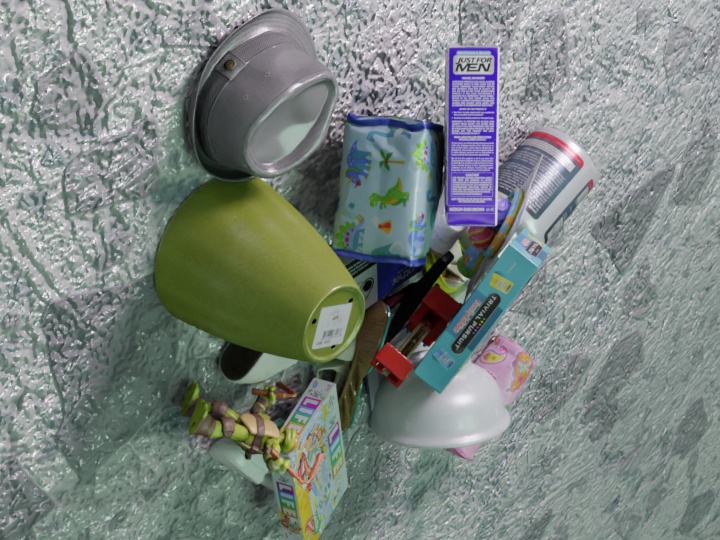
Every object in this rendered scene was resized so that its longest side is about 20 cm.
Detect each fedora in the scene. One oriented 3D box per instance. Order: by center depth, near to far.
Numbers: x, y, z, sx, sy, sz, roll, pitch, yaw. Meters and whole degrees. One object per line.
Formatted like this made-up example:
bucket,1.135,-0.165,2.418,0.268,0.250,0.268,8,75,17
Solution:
fedora,-0.090,-0.176,1.381,0.200,0.090,0.178,-44,140,-21

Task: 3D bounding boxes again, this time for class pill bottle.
pill bottle,0.230,-0.094,1.805,0.200,0.119,0.120,-48,143,-16

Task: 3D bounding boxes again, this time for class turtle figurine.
turtle figurine,-0.136,0.186,1.547,0.160,0.201,0.065,22,115,-25

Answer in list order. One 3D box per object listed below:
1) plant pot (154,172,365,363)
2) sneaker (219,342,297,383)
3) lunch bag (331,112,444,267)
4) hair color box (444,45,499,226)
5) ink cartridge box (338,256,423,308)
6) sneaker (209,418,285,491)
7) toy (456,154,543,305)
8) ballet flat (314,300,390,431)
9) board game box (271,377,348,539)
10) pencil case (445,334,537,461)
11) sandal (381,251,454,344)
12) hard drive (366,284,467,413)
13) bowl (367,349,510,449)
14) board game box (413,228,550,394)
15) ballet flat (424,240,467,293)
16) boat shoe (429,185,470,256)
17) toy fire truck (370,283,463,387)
plant pot,-0.094,0.017,1.420,0.186,0.199,0.189,-30,135,-35
sneaker,-0.083,0.061,1.563,0.200,0.073,0.084,-43,153,13
lunch bag,0.043,-0.098,1.544,0.200,0.126,0.172,-14,112,-72
hair color box,0.127,-0.157,1.482,0.109,0.064,0.203,-70,161,-82
ink cartridge box,0.000,0.000,1.654,0.199,0.044,0.095,-34,138,-32
sneaker,-0.125,0.228,1.649,0.089,0.075,0.200,-61,154,-7
toy,0.162,-0.055,1.606,0.201,0.047,0.116,114,-2,-56
ballet flat,-0.021,0.126,1.702,0.071,0.068,0.202,10,121,-18
board game box,-0.066,0.261,1.683,0.135,0.034,0.202,-57,151,-42
pencil case,0.191,0.200,1.999,0.201,0.087,0.087,-56,144,-4
sandal,0.055,0.042,1.729,0.201,0.045,0.075,-54,174,24
hard drive,0.088,0.122,1.863,0.199,0.025,0.133,-36,138,-30
bowl,0.104,0.164,1.744,0.200,0.200,0.092,-18,110,-43
board game box,0.155,0.049,1.602,0.201,0.047,0.151,-54,174,16
ballet flat,0.120,-0.017,1.769,0.067,0.067,0.200,-51,144,-14
boat shoe,0.146,-0.099,1.690,0.069,0.071,0.201,-36,-163,47
toy fire truck,0.074,0.088,1.687,0.141,0.049,0.200,-51,175,-6
